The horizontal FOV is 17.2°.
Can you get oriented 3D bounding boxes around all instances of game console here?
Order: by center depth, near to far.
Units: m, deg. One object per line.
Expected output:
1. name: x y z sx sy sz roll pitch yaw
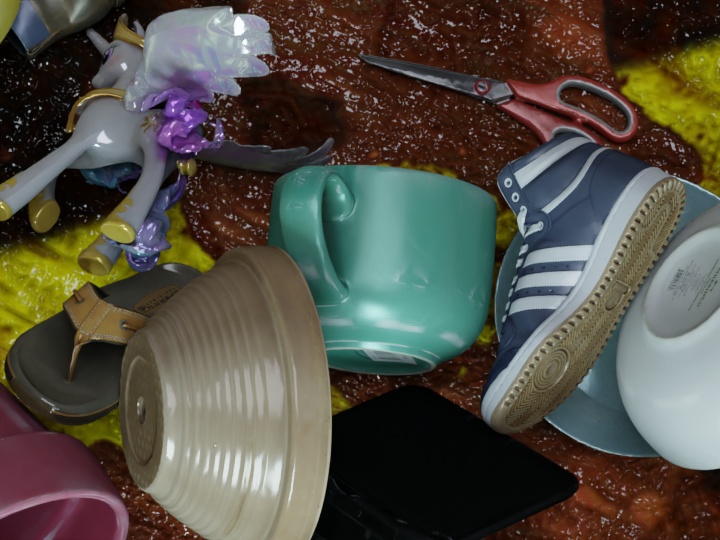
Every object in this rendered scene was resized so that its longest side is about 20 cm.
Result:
1. game console: 0.018 0.174 1.540 0.116 0.200 0.177 16 97 -36

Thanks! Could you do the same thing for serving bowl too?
1. serving bowl: 0.233 0.025 1.521 0.066 0.200 0.201 36 75 -26

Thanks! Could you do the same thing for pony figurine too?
1. pony figurine: -0.138 -0.093 1.600 0.192 0.167 0.201 10 54 25

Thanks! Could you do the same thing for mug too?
1. mug: -0.001 0.002 1.571 0.184 0.152 0.115 12 76 -30

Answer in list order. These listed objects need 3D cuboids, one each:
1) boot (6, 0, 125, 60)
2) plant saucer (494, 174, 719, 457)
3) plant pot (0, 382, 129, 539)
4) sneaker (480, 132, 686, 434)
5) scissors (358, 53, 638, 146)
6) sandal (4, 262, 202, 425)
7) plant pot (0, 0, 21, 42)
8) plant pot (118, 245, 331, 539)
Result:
1. boot: -0.255 -0.242 1.670 0.097 0.075 0.200 -43 83 -15
2. plant saucer: 0.189 0.032 1.640 0.200 0.039 0.202 1 76 -3
3. plant pot: -0.275 0.139 1.523 0.199 0.200 0.179 -32 64 -10
4. sneaker: 0.118 0.003 1.561 0.108 0.070 0.200 35 91 33
5. scissors: 0.100 -0.131 1.692 0.199 0.014 0.073 29 79 6
6. sandal: -0.159 0.035 1.561 0.082 0.055 0.200 34 38 20
7. plant pot: -0.322 -0.232 1.537 0.200 0.189 0.202 1 73 -3
8. plant pot: -0.095 0.085 1.496 0.092 0.201 0.202 -1 75 -21
